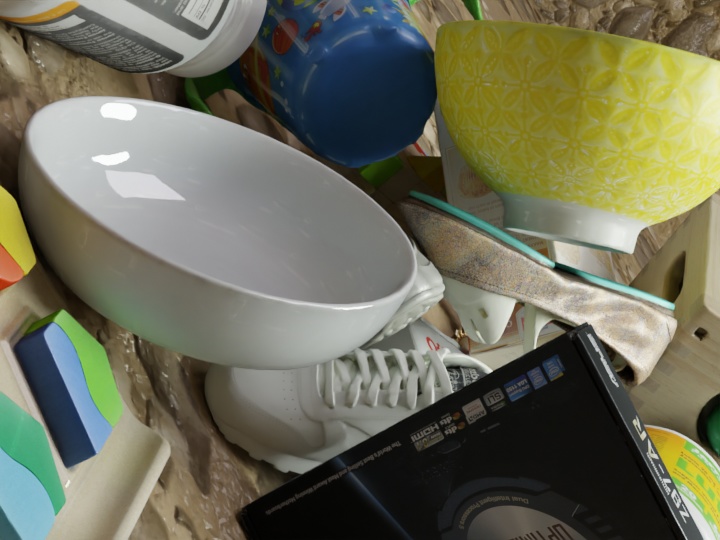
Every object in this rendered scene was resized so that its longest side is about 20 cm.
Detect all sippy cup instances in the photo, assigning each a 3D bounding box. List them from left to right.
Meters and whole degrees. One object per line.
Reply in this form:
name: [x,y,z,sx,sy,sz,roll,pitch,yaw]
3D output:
sippy cup: [-0.014,-0.136,1.003,0.139,0.179,0.131,27,17,-35]

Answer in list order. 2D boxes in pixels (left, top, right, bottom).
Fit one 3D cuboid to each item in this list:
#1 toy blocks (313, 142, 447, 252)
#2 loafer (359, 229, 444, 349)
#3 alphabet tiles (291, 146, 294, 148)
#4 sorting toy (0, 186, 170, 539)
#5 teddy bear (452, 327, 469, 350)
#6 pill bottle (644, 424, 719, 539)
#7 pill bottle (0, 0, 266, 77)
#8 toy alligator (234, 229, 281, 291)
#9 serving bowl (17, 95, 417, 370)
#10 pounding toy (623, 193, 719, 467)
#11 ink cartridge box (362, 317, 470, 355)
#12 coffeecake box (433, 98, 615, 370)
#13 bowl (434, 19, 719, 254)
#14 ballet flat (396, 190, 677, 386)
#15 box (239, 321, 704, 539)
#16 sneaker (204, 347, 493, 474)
toy blocks: [0.017,-0.077,1.167,0.200,0.100,0.137,38,17,-54]
loafer: [0.000,0.000,0.910,0.070,0.069,0.200,60,-8,-6]
alphabet tiles: [-0.004,0.012,1.114,0.196,0.014,0.201,56,18,-19]
sorting toy: [-0.150,0.030,0.619,0.201,0.036,0.185,57,17,-14]
teddy bear: [0.118,0.077,1.309,0.145,0.067,0.201,46,27,-15]
pill bottle: [0.158,0.151,0.905,0.112,0.110,0.200,62,17,3]
pill bottle: [-0.134,-0.173,0.858,0.117,0.116,0.200,65,17,15]
toy alligator: [-0.065,-0.008,0.910,0.059,0.054,0.200,38,16,-20]
serving bowl: [-0.075,-0.010,0.762,0.198,0.066,0.201,21,23,-9]
pounding toy: [0.280,0.063,1.024,0.183,0.143,0.201,33,32,-6]
ink cartridge box: [0.056,0.146,0.951,0.146,0.085,0.202,35,28,-55]
coffeecake box: [0.118,-0.028,1.080,0.153,0.072,0.202,33,45,-61]
bowl: [0.131,-0.070,0.925,0.200,0.198,0.109,10,92,-69]
ballet flat: [0.100,0.019,0.924,0.198,0.068,0.068,23,1,-20]
box: [0.061,0.143,0.775,0.162,0.199,0.043,63,17,5]
sneaker: [0.017,0.069,0.839,0.198,0.081,0.077,13,52,-14]
